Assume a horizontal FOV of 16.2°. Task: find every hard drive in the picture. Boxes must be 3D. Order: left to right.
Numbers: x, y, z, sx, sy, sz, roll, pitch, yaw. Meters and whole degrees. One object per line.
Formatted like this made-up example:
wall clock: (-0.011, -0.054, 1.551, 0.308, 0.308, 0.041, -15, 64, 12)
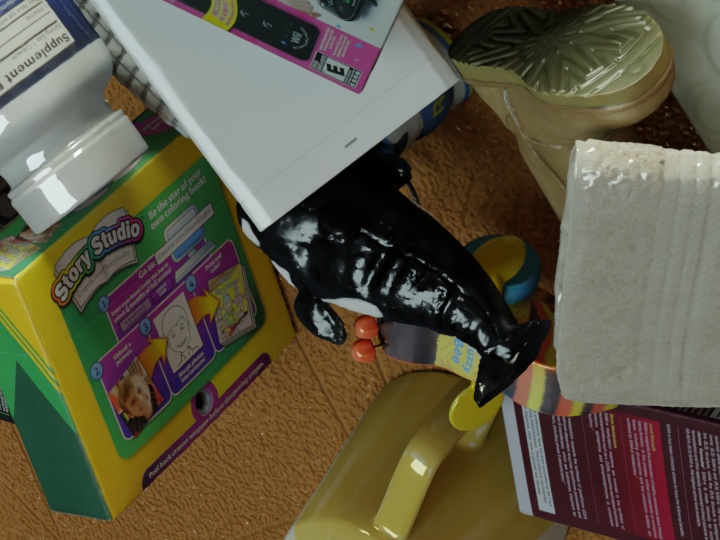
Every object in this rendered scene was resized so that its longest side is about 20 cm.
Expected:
hard drive: (-0.059, -0.140, 1.321, 0.132, 0.026, 0.201, -37, 93, 5)

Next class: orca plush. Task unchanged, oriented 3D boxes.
orca plush: (0.000, 0.000, 1.343, 0.105, 0.071, 0.200, -50, 63, 14)

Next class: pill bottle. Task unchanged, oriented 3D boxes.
pill bottle: (-0.210, -0.125, 1.428, 0.201, 0.111, 0.111, 54, 139, -6)

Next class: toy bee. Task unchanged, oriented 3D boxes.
toy bee: (0.052, 0.034, 1.413, 0.199, 0.108, 0.132, 13, 126, 43)

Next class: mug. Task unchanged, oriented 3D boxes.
mug: (0.023, 0.150, 1.547, 0.149, 0.153, 0.188, 7, 126, 36)

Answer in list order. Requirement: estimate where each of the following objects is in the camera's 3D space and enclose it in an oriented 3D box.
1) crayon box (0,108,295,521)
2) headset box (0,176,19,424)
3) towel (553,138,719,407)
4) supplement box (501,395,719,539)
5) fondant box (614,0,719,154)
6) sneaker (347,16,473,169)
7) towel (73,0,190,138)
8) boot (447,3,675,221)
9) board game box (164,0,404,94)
crayon box: (-0.138, 0.021, 1.538, 0.058, 0.200, 0.174, 4, 125, 38)
headset box: (-0.224, 0.008, 1.682, 0.199, 0.093, 0.175, 16, 131, 30)
towel: (0.165, 0.004, 1.275, 0.131, 0.035, 0.201, 2, 143, 1)
supplement box: (0.181, 0.104, 1.447, 0.199, 0.061, 0.110, 14, 130, 33)
fondant box: (0.226, -0.105, 1.244, 0.144, 0.058, 0.201, -21, 109, 47)
sneaker: (-0.022, -0.076, 1.455, 0.074, 0.082, 0.200, 47, 140, -6)
towel: (-0.104, -0.192, 1.432, 0.166, 0.086, 0.200, 43, 141, 5)
boot: (0.146, -0.044, 1.309, 0.200, 0.066, 0.175, 55, 168, -25)
board game box: (-0.063, -0.183, 1.224, 0.199, 0.065, 0.148, 27, 151, -1)
